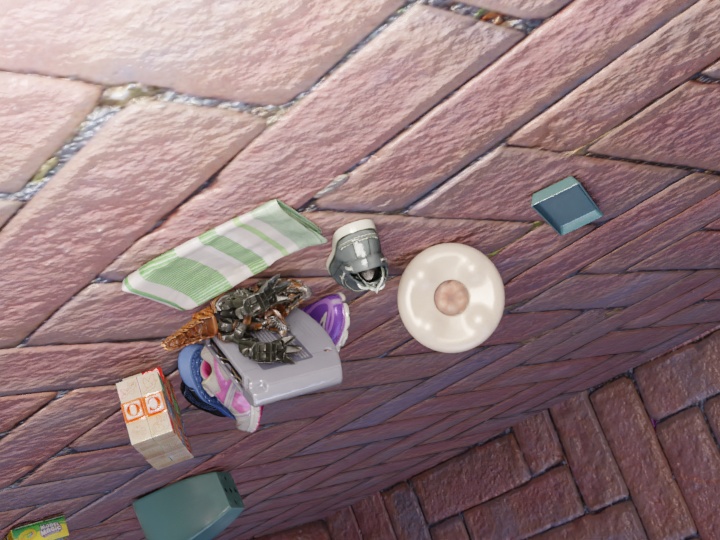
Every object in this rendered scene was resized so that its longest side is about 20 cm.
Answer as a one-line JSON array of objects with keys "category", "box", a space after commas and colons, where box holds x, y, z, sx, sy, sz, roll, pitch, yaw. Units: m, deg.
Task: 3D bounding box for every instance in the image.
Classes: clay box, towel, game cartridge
[{"category": "clay box", "box": [-0.693, 0.573, 2.300, 0.114, 0.048, 0.200, -10, 161, -32]}, {"category": "towel", "box": [-0.148, -0.012, 1.196, 0.199, 0.024, 0.152, -25, 162, 13]}, {"category": "game cartridge", "box": [-0.106, 0.095, 1.327, 0.132, 0.200, 0.041, -16, 120, -22]}]

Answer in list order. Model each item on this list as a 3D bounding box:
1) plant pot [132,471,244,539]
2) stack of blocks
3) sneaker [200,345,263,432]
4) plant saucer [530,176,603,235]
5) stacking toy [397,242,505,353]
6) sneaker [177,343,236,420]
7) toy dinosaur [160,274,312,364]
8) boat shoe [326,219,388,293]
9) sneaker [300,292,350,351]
[{"category": "plant pot", "box": [-0.372, 0.535, 2.420, 0.199, 0.142, 0.141, -31, 162, 8]}, {"category": "stack of blocks", "box": [-0.290, 0.200, 1.518, 0.058, 0.116, 0.200, -18, 162, -7]}, {"category": "sneaker", "box": [-0.171, 0.145, 1.476, 0.087, 0.082, 0.201, 8, 136, 6]}, {"category": "plant saucer", "box": [0.281, -0.087, 1.473, 0.069, 0.019, 0.200, -26, 161, 16]}, {"category": "stacking toy", "box": [0.121, 0.038, 1.533, 0.145, 0.147, 0.200, -20, 179, 0]}, {"category": "sneaker", "box": [-0.229, 0.158, 1.546, 0.077, 0.071, 0.200, 11, 154, 21]}, {"category": "toy dinosaur", "box": [-0.138, 0.061, 1.289, 0.200, 0.103, 0.135, -42, -151, -25]}, {"category": "boat shoe", "box": [0.000, 0.000, 1.336, 0.072, 0.062, 0.200, -19, 163, -6]}, {"category": "sneaker", "box": [-0.095, 0.094, 1.496, 0.199, 0.081, 0.083, -33, 148, 29]}]
